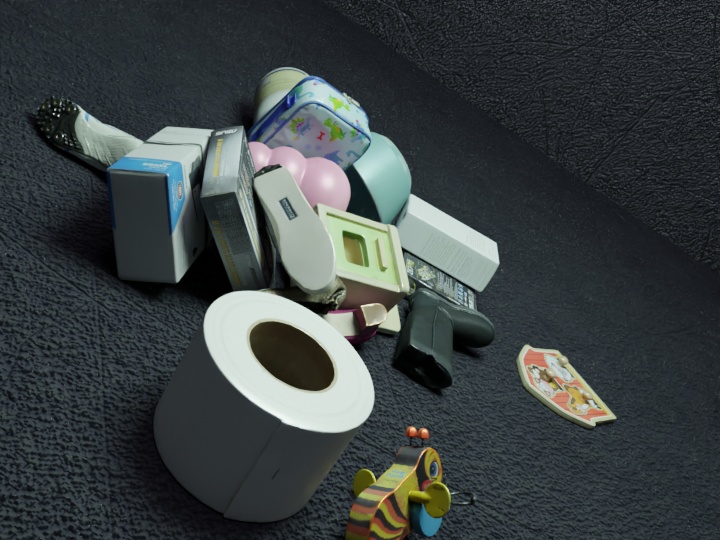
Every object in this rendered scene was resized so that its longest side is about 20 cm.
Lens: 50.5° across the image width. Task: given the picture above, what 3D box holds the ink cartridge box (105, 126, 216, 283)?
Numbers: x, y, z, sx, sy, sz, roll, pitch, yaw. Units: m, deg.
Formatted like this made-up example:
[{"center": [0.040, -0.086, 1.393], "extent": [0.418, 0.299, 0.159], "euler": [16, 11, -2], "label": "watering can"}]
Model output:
[{"center": [-0.251, -0.093, 1.012], "extent": [0.082, 0.147, 0.201], "euler": [4, 26, 6], "label": "ink cartridge box"}]

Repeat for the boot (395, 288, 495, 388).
[{"center": [0.142, 0.119, 1.223], "extent": [0.162, 0.066, 0.201], "euler": [24, 23, -2], "label": "boot"}]

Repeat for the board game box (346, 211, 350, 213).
[{"center": [-0.061, -0.055, 1.320], "extent": [0.149, 0.037, 0.201], "euler": [19, 29, -29], "label": "board game box"}]

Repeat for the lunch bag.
[{"center": [-0.091, -0.219, 1.274], "extent": [0.159, 0.199, 0.084], "euler": [27, 41, -35], "label": "lunch bag"}]

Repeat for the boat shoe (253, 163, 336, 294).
[{"center": [-0.082, -0.042, 1.024], "extent": [0.073, 0.093, 0.202], "euler": [-21, 64, -6], "label": "boat shoe"}]

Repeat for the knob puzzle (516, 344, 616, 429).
[{"center": [0.364, 0.202, 1.387], "extent": [0.217, 0.031, 0.221], "euler": [27, 27, -15], "label": "knob puzzle"}]

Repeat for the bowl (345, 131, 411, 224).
[{"center": [0.022, -0.175, 1.424], "extent": [0.104, 0.202, 0.202], "euler": [-32, 69, -14], "label": "bowl"}]

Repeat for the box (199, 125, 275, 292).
[{"center": [-0.160, -0.067, 1.036], "extent": [0.047, 0.202, 0.160], "euler": [-9, 41, 4], "label": "box"}]

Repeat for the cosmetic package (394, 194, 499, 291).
[{"center": [0.159, -0.052, 1.429], "extent": [0.198, 0.075, 0.102], "euler": [28, 24, -5], "label": "cosmetic package"}]

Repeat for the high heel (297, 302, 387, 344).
[{"center": [-0.063, 0.083, 1.087], "extent": [0.197, 0.096, 0.068], "euler": [-11, 73, -29], "label": "high heel"}]

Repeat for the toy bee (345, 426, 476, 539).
[{"center": [0.049, 0.238, 0.858], "extent": [0.128, 0.111, 0.200], "euler": [-7, 5, 20], "label": "toy bee"}]

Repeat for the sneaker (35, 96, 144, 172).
[{"center": [-0.395, -0.191, 1.139], "extent": [0.198, 0.073, 0.073], "euler": [30, -9, 6], "label": "sneaker"}]

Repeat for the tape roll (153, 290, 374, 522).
[{"center": [-0.102, 0.140, 0.812], "extent": [0.200, 0.140, 0.204], "euler": [27, 25, -14], "label": "tape roll"}]

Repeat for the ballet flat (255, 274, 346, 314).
[{"center": [-0.104, 0.053, 0.993], "extent": [0.197, 0.068, 0.047], "euler": [-16, 65, -29], "label": "ballet flat"}]

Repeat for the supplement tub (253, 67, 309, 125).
[{"center": [-0.144, -0.310, 1.539], "extent": [0.143, 0.146, 0.201], "euler": [23, 27, -20], "label": "supplement tub"}]

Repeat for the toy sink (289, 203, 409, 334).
[{"center": [0.000, 0.000, 1.169], "extent": [0.197, 0.112, 0.132], "euler": [17, 47, -31], "label": "toy sink"}]

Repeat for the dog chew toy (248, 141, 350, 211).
[{"center": [-0.116, -0.140, 1.220], "extent": [0.197, 0.126, 0.125], "euler": [24, 26, -17], "label": "dog chew toy"}]

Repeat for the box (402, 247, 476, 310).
[{"center": [0.140, 0.012, 1.430], "extent": [0.160, 0.049, 0.201], "euler": [31, 25, -10], "label": "box"}]
